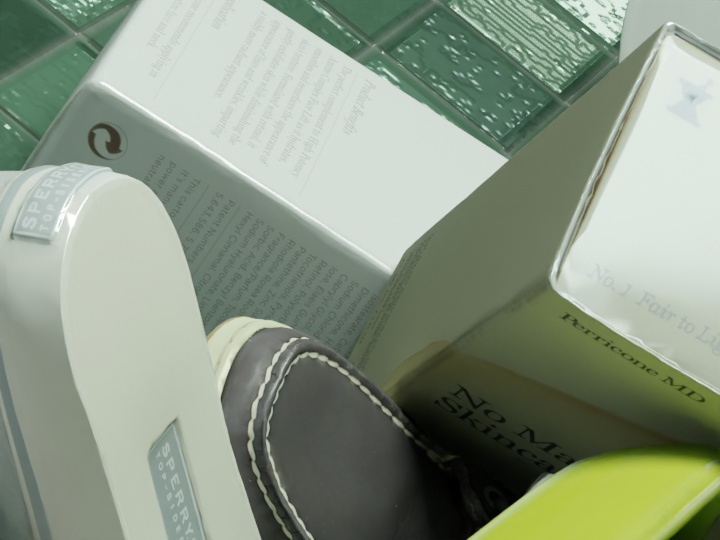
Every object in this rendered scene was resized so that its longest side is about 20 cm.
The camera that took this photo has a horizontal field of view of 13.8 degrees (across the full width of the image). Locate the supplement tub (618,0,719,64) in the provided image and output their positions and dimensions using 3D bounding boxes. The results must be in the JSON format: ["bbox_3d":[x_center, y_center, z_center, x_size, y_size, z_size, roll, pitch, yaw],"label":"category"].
[{"bbox_3d":[0.207,-0.074,1.115,0.199,0.146,0.146,1,45,-44],"label":"supplement tub"}]

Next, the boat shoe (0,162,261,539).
[{"bbox_3d":[-0.067,0.070,0.649,0.068,0.201,0.072,4,35,26],"label":"boat shoe"}]

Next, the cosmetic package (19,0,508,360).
[{"bbox_3d":[0.000,0.000,0.882,0.200,0.074,0.102,34,31,-6],"label":"cosmetic package"}]

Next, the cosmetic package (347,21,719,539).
[{"bbox_3d":[0.067,0.022,0.729,0.103,0.200,0.073,30,70,-6],"label":"cosmetic package"}]

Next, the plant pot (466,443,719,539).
[{"bbox_3d":[0.054,0.163,0.601,0.181,0.199,0.200,36,31,15],"label":"plant pot"}]

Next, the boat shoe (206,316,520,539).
[{"bbox_3d":[0.029,0.083,0.718,0.200,0.065,0.072,55,46,-32],"label":"boat shoe"}]
